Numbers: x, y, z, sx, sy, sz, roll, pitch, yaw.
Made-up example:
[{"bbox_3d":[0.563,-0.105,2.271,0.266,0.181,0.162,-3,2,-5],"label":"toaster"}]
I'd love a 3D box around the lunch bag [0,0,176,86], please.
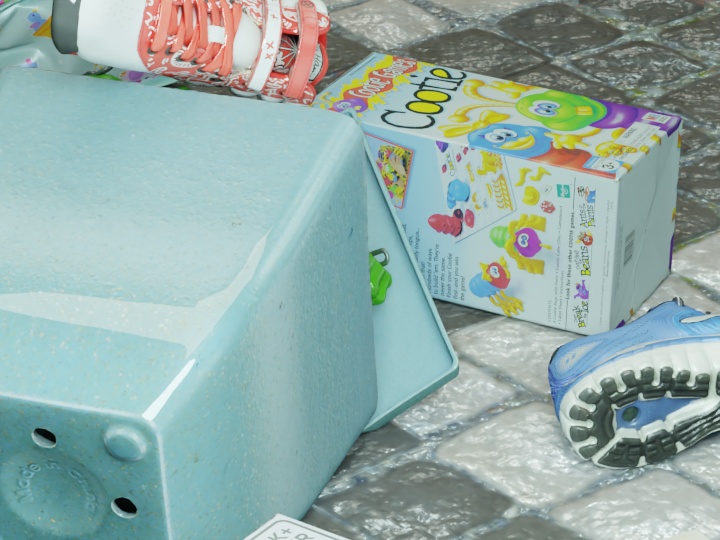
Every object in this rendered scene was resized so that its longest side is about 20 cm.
[{"bbox_3d":[-0.231,-0.176,1.926,0.200,0.122,0.170,-19,34,-19],"label":"lunch bag"}]

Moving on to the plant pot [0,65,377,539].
[{"bbox_3d":[-0.116,0.045,1.426,0.195,0.197,0.200,9,40,15],"label":"plant pot"}]

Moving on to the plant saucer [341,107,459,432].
[{"bbox_3d":[0.000,0.000,1.596,0.070,0.019,0.200,-34,48,15],"label":"plant saucer"}]

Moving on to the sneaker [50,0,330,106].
[{"bbox_3d":[-0.076,-0.123,1.436,0.108,0.067,0.201,13,1,12],"label":"sneaker"}]

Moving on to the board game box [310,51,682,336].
[{"bbox_3d":[0.073,-0.046,1.693,0.200,0.105,0.103,14,29,22],"label":"board game box"}]

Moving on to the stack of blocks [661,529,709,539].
[{"bbox_3d":[0.155,0.197,1.267,0.115,0.059,0.200,-13,30,-26],"label":"stack of blocks"}]

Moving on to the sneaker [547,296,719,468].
[{"bbox_3d":[0.192,0.044,1.550,0.199,0.079,0.089,-7,30,-14],"label":"sneaker"}]

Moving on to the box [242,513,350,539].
[{"bbox_3d":[0.029,0.189,1.216,0.200,0.117,0.060,16,30,29],"label":"box"}]

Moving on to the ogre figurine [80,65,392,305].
[{"bbox_3d":[-0.093,-0.030,1.550,0.200,0.098,0.120,14,-25,-37],"label":"ogre figurine"}]
